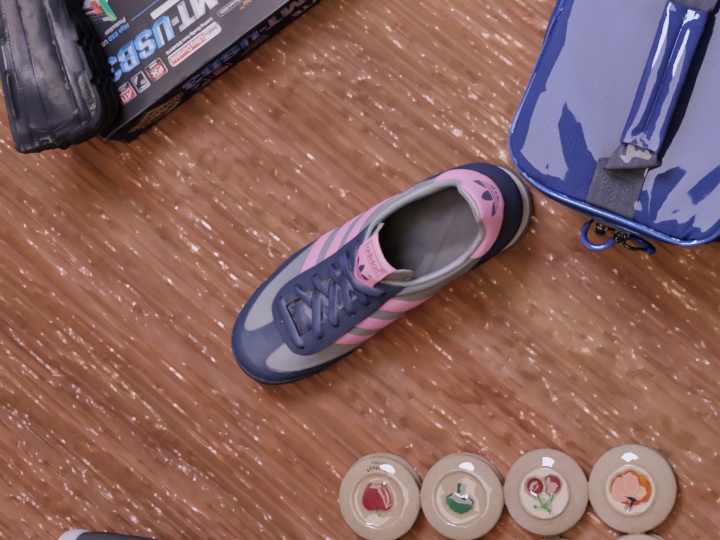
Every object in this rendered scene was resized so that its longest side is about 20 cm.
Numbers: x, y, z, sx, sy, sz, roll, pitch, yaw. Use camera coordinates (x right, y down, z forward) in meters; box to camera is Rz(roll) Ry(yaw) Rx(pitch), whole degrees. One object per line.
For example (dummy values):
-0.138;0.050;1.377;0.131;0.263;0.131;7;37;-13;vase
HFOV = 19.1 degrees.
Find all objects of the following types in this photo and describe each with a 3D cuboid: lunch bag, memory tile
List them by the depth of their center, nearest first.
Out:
0.163;-0.103;1.133;0.136;0.132;0.201;22;97;16;lunch bag
0.086;0.178;1.223;0.199;0.017;0.154;-4;90;17;memory tile

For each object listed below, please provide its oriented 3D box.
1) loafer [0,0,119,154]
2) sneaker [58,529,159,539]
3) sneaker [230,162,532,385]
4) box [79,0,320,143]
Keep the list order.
-0.201;-0.165;1.230;0.070;0.068;0.201;-18;90;10;loafer
-0.123;0.249;1.259;0.099;0.071;0.201;-8;85;22;sneaker
0.000;0.000;1.211;0.200;0.082;0.070;-35;81;15;sneaker
-0.120;-0.211;1.261;0.200;0.050;0.199;-36;83;16;box
